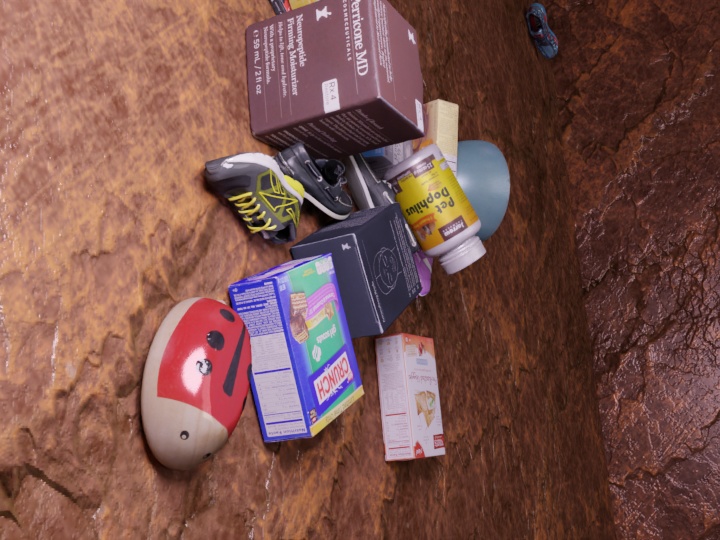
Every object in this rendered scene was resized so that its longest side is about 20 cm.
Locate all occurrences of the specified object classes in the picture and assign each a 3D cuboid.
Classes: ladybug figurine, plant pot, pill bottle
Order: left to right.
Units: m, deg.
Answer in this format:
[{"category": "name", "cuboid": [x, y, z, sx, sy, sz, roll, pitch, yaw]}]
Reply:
[{"category": "ladybug figurine", "cuboid": [-0.166, 0.113, 0.917, 0.136, 0.071, 0.202, 52, 36, -45]}, {"category": "pill bottle", "cuboid": [0.127, -0.098, 1.427, 0.201, 0.109, 0.109, 60, 27, -4]}, {"category": "plant pot", "cuboid": [0.171, -0.156, 1.652, 0.133, 0.200, 0.203, 4, 74, -30]}]

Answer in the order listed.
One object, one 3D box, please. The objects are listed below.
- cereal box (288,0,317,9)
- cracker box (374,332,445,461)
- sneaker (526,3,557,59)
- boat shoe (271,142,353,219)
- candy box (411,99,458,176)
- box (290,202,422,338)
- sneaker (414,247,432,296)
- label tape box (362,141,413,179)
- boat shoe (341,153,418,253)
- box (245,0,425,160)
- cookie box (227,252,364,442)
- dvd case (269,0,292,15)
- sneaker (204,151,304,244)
[{"category": "cereal box", "cuboid": [-0.065, -0.457, 1.350, 0.145, 0.039, 0.200, 70, 27, -19]}, {"category": "cracker box", "cuboid": [0.084, 0.211, 1.434, 0.134, 0.057, 0.203, 16, 66, -62]}, {"category": "sneaker", "cuboid": [0.626, -0.828, 3.019, 0.201, 0.079, 0.096, 62, 38, -17]}, {"category": "boat shoe", "cuboid": [-0.054, -0.134, 1.239, 0.199, 0.066, 0.075, 29, 23, -53]}, {"category": "candy box", "cuboid": [0.119, -0.196, 1.561, 0.055, 0.115, 0.203, 6, 82, -35]}, {"category": "box", "cuboid": [0.000, 0.000, 1.279, 0.200, 0.106, 0.150, -39, 115, -63]}, {"category": "sneaker", "cuboid": [0.080, -0.011, 1.502, 0.200, 0.072, 0.116, 29, 60, -57]}, {"category": "label tape box", "cuboid": [0.025, -0.244, 1.481, 0.200, 0.065, 0.145, 29, 55, -62]}, {"category": "boat shoe", "cuboid": [0.030, -0.109, 1.393, 0.202, 0.060, 0.076, 67, -14, -10]}, {"category": "box", "cuboid": [-0.033, -0.265, 1.203, 0.164, 0.198, 0.168, 20, 62, -61]}, {"category": "cookie box", "cuboid": [-0.078, 0.095, 1.111, 0.171, 0.074, 0.203, -27, 106, -65]}, {"category": "dvd case", "cuboid": [-0.084, -0.396, 1.358, 0.201, 0.022, 0.147, 59, 32, -35]}, {"category": "sneaker", "cuboid": [-0.125, -0.088, 1.083, 0.200, 0.074, 0.086, 22, 61, -61]}]
